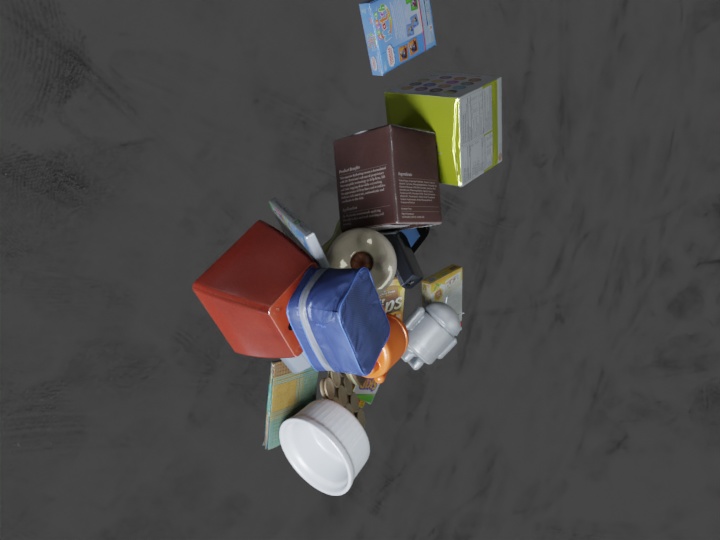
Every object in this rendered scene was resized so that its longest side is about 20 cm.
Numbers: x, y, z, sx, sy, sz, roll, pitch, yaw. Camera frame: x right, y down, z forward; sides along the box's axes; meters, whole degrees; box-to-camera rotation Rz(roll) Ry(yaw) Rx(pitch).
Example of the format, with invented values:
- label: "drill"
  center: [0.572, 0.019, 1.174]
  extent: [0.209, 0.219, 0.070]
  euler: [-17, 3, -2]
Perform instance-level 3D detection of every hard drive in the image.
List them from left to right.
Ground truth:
- label: "hard drive"
  center: [0.096, -0.027, 1.478]
  extent: [0.136, 0.042, 0.200]
  euler: [66, 11, 6]

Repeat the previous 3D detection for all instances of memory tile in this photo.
- label: "memory tile"
  center: [-0.039, 0.316, 1.549]
  extent: [0.153, 0.017, 0.202]
  euler: [-58, 132, -64]

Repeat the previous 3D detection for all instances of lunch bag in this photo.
- label: "lunch bag"
  center: [-0.042, 0.094, 1.190]
  extent: [0.136, 0.131, 0.202]
  euler: [-57, 139, -41]

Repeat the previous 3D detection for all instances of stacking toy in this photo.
- label: "stacking toy"
  center: [0.000, 0.000, 1.416]
  extent: [0.147, 0.145, 0.200]
  euler: [-63, 177, -10]

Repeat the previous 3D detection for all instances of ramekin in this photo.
- label: "ramekin"
  center: [-0.074, 0.381, 1.445]
  extent: [0.098, 0.199, 0.203]
  euler: [-37, 129, -42]

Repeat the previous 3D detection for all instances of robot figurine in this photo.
- label: "robot figurine"
  center: [0.038, 0.168, 1.481]
  extent: [0.144, 0.116, 0.200]
  euler: [53, 31, 3]
- label: "robot figurine"
  center: [0.184, 0.164, 1.730]
  extent: [0.200, 0.113, 0.169]
  euler: [-48, 122, 2]

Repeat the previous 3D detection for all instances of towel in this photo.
- label: "towel"
  center: [-0.154, 0.290, 1.486]
  extent: [0.146, 0.022, 0.203]
  euler: [-7, 107, -48]

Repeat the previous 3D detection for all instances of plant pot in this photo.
- label: "plant pot"
  center: [-0.163, 0.054, 1.270]
  extent: [0.200, 0.175, 0.201]
  euler: [-47, 134, -26]

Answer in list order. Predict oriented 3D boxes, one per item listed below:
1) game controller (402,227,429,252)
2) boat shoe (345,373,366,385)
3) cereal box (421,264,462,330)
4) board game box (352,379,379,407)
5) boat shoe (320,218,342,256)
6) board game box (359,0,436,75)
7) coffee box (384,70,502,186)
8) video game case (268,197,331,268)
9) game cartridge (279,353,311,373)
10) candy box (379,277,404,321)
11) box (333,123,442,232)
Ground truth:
- label: "game controller"
  center: [0.100, -0.072, 1.630]
  extent: [0.201, 0.042, 0.105]
  euler: [-51, 136, -24]
- label: "boat shoe"
  center: [-0.040, 0.177, 1.533]
  extent: [0.072, 0.075, 0.202]
  euler: [-43, 123, -52]
- label: "cereal box"
  center: [0.229, 0.100, 1.840]
  extent: [0.143, 0.039, 0.203]
  euler: [-24, 121, -41]
- label: "board game box"
  center: [0.027, 0.250, 1.675]
  extent: [0.095, 0.030, 0.202]
  euler: [34, 79, -48]
- label: "boat shoe"
  center: [-0.030, -0.064, 1.467]
  extent: [0.201, 0.063, 0.074]
  euler: [-51, 135, -24]
- label: "board game box"
  center: [0.087, -0.540, 1.451]
  extent: [0.200, 0.036, 0.153]
  euler: [-39, 129, -34]
- label: "coffee box"
  center: [0.194, -0.330, 1.515]
  extent: [0.197, 0.198, 0.202]
  euler: [-34, 128, -41]
- label: "video game case"
  center: [-0.103, -0.032, 1.308]
  extent: [0.022, 0.182, 0.201]
  euler: [-33, 129, -12]
- label: "game cartridge"
  center: [-0.097, 0.123, 1.418]
  extent: [0.200, 0.041, 0.134]
  euler: [-40, 115, -8]
- label: "candy box"
  center: [0.041, 0.105, 1.584]
  extent: [0.114, 0.055, 0.203]
  euler: [-4, 108, -22]
- label: "box"
  center: [0.059, -0.189, 1.411]
  extent: [0.163, 0.165, 0.203]
  euler: [-4, 90, -47]
